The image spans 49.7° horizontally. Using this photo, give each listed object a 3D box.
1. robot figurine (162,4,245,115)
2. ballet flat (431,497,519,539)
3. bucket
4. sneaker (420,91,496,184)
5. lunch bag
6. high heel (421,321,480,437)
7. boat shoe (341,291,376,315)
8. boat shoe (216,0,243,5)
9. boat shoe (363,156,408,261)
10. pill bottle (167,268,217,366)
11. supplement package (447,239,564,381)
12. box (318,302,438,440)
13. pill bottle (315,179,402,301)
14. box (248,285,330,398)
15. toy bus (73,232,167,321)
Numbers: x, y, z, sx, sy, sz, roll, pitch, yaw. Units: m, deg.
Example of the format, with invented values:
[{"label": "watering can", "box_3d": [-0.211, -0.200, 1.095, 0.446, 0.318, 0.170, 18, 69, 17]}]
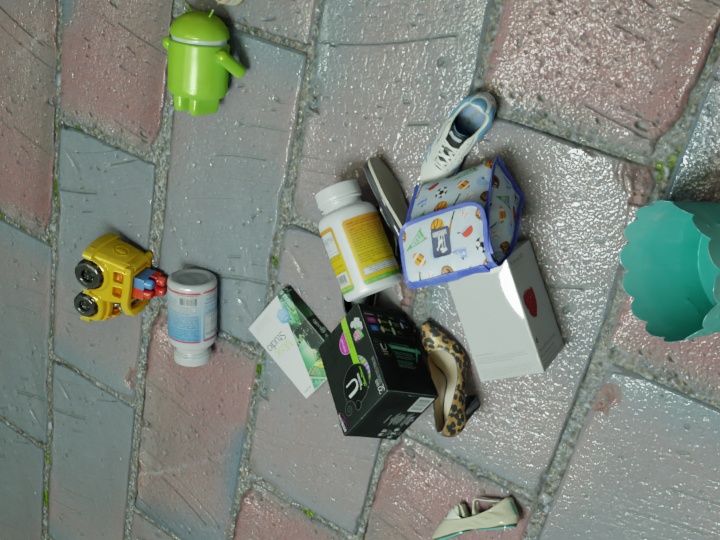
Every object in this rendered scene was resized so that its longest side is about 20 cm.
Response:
[{"label": "robot figurine", "box_3d": [-0.312, -0.405, 1.499, 0.175, 0.116, 0.201, 22, 117, 33]}, {"label": "ballet flat", "box_3d": [0.220, 0.482, 1.521, 0.200, 0.069, 0.070, -24, 93, 33]}, {"label": "bucket", "box_3d": [0.479, -0.003, 1.091, 0.207, 0.134, 0.208, 176, 90, -75]}, {"label": "sneaker", "box_3d": [0.154, -0.214, 1.306, 0.072, 0.072, 0.200, 41, 124, 11]}, {"label": "lunch bag", "box_3d": [0.160, -0.068, 1.261, 0.170, 0.200, 0.124, -16, 133, 37]}, {"label": "high heel", "box_3d": [0.143, 0.197, 1.412, 0.071, 0.142, 0.200, -28, 91, 35]}, {"label": "boat shoe", "box_3d": [0.000, 0.000, 1.482, 0.074, 0.062, 0.201, 17, 113, 28]}, {"label": "boat shoe", "box_3d": [-0.283, -0.589, 1.447, 0.072, 0.065, 0.200, -23, 94, 35]}, {"label": "boat shoe", "box_3d": [0.049, -0.107, 1.408, 0.063, 0.073, 0.200, -24, 98, 32]}, {"label": "pill bottle", "box_3d": [-0.372, 0.106, 1.719, 0.108, 0.109, 0.201, 17, 115, 26]}, {"label": "supplement package", "box_3d": [0.246, 0.068, 1.317, 0.120, 0.121, 0.201, -15, 99, 35]}, {"label": "box", "box_3d": [0.029, 0.187, 1.438, 0.149, 0.124, 0.200, -51, 42, 32]}, {"label": "pill bottle", "box_3d": [-0.009, -0.055, 1.392, 0.111, 0.111, 0.201, -24, 85, 35]}, {"label": "box", "box_3d": [-0.131, 0.152, 1.631, 0.200, 0.036, 0.144, 48, 125, 8]}, {"label": "toy bus", "box_3d": [-0.547, 0.039, 1.805, 0.191, 0.136, 0.200, 20, 119, 7]}]
